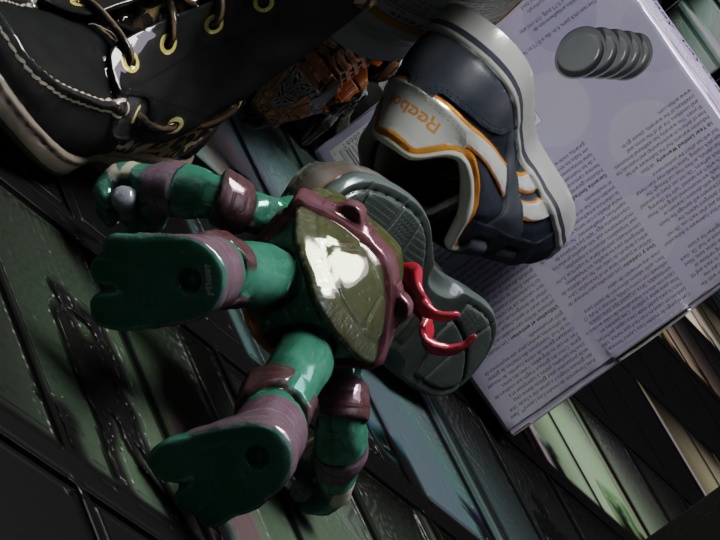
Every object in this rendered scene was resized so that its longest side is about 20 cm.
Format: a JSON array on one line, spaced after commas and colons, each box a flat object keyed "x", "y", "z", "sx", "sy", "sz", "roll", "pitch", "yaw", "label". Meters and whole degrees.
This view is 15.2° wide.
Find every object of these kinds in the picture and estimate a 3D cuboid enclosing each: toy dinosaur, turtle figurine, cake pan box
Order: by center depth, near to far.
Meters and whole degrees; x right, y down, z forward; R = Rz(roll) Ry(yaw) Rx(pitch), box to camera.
[{"x": -0.032, "y": 0.013, "z": 0.958, "sx": 0.150, "sy": 0.101, "sz": 0.200, "roll": 53, "pitch": 16, "yaw": -1, "label": "turtle figurine"}, {"x": 0.100, "y": -0.041, "z": 1.395, "sx": 0.185, "sy": 0.200, "sz": 0.052, "roll": 54, "pitch": 16, "yaw": 6, "label": "cake pan box"}, {"x": 0.003, "y": -0.129, "z": 1.410, "sx": 0.199, "sy": 0.136, "sz": 0.103, "roll": -20, "pitch": 87, "yaw": -36, "label": "toy dinosaur"}]

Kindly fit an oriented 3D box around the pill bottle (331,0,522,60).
[{"x": 0.045, "y": -0.172, "z": 1.248, "sx": 0.113, "sy": 0.113, "sz": 0.200, "roll": 53, "pitch": -29, "yaw": 2, "label": "pill bottle"}]

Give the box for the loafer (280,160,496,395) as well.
[{"x": 0.000, "y": 0.000, "z": 1.236, "sx": 0.063, "sy": 0.072, "sz": 0.200, "roll": 38, "pitch": -5, "yaw": 31, "label": "loafer"}]

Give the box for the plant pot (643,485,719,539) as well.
[{"x": 0.179, "y": 0.184, "z": 1.077, "sx": 0.200, "sy": 0.199, "sz": 0.177, "roll": 54, "pitch": 22, "yaw": 8, "label": "plant pot"}]

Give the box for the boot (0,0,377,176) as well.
[{"x": -0.065, "y": -0.101, "z": 1.015, "sx": 0.073, "sy": 0.150, "sz": 0.200, "roll": 56, "pitch": 11, "yaw": 17, "label": "boot"}]

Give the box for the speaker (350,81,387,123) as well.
[{"x": 0.034, "y": -0.073, "z": 1.534, "sx": 0.200, "sy": 0.081, "sz": 0.081, "roll": 56, "pitch": 11, "yaw": 14, "label": "speaker"}]

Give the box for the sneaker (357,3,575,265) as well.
[{"x": 0.046, "y": -0.045, "z": 1.282, "sx": 0.078, "sy": 0.079, "sz": 0.200, "roll": 33, "pitch": -15, "yaw": 27, "label": "sneaker"}]
